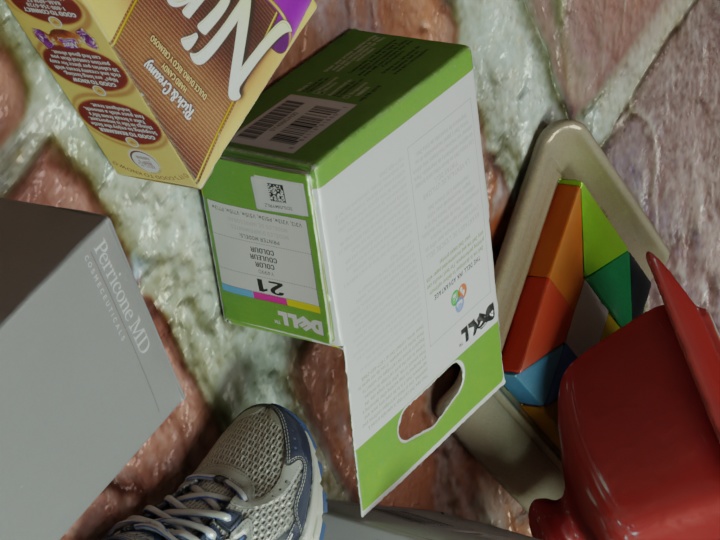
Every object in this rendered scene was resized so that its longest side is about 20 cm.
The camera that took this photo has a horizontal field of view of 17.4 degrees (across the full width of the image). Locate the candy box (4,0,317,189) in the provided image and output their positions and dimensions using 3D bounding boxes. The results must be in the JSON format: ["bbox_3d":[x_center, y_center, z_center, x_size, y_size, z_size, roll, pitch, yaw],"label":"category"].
[{"bbox_3d":[-0.101,-0.144,1.022,0.117,0.056,0.200,-59,141,-27],"label":"candy box"}]

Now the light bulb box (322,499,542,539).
[{"bbox_3d":[0.025,0.235,1.259,0.198,0.124,0.201,16,87,-57],"label":"light bulb box"}]

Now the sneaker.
[{"bbox_3d":[-0.084,0.143,1.117,0.085,0.077,0.201,51,57,-44],"label":"sneaker"}]

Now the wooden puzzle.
[{"bbox_3d":[0.127,0.036,1.433,0.185,0.037,0.201,48,60,-51],"label":"wooden puzzle"}]

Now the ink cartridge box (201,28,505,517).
[{"bbox_3d":[0.000,0.000,1.198,0.148,0.075,0.201,-39,131,-45],"label":"ink cartridge box"}]

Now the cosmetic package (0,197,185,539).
[{"bbox_3d":[-0.170,0.070,0.955,0.200,0.090,0.107,-49,134,-33],"label":"cosmetic package"}]

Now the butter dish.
[{"bbox_3d":[0.169,0.130,1.373,0.200,0.147,0.201,59,10,-46],"label":"butter dish"}]
